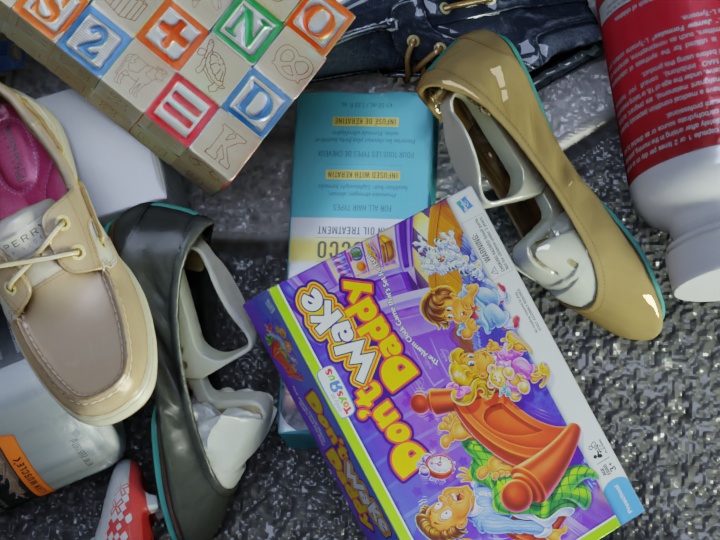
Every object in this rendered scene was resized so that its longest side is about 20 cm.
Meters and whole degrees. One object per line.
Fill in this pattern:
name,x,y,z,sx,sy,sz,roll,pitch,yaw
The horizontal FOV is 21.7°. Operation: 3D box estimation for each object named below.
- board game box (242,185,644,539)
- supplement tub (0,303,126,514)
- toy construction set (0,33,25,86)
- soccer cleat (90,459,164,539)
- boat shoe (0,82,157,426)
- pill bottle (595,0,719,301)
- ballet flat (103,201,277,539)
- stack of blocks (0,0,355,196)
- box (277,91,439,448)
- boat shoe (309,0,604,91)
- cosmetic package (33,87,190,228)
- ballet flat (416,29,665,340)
board game box,0.045,0.074,1.000,0.134,0.045,0.200,-28,89,-24
supplement tub,-0.241,0.086,1.031,0.200,0.123,0.123,-23,75,0
toy construction set,-0.158,-0.161,1.111,0.200,0.092,0.131,-12,100,10
soccer cleat,-0.149,0.202,1.022,0.085,0.069,0.200,2,80,0
boat shoe,-0.166,-0.013,0.952,0.074,0.069,0.200,-30,64,4
pill bottle,0.198,-0.090,1.039,0.112,0.112,0.200,-9,75,3
ballet flat,-0.087,0.060,1.012,0.068,0.068,0.200,-7,109,15
stack of blocks,-0.118,-0.147,0.990,0.200,0.059,0.115,38,76,-8
box,0.000,0.000,1.067,0.082,0.049,0.200,1,75,6
boat shoe,0.043,-0.131,1.077,0.200,0.071,0.091,-23,75,-11
cosmetic package,-0.204,-0.036,1.068,0.200,0.108,0.085,-16,75,3
ballet flat,0.094,-0.036,1.036,0.063,0.069,0.200,-34,94,-30
